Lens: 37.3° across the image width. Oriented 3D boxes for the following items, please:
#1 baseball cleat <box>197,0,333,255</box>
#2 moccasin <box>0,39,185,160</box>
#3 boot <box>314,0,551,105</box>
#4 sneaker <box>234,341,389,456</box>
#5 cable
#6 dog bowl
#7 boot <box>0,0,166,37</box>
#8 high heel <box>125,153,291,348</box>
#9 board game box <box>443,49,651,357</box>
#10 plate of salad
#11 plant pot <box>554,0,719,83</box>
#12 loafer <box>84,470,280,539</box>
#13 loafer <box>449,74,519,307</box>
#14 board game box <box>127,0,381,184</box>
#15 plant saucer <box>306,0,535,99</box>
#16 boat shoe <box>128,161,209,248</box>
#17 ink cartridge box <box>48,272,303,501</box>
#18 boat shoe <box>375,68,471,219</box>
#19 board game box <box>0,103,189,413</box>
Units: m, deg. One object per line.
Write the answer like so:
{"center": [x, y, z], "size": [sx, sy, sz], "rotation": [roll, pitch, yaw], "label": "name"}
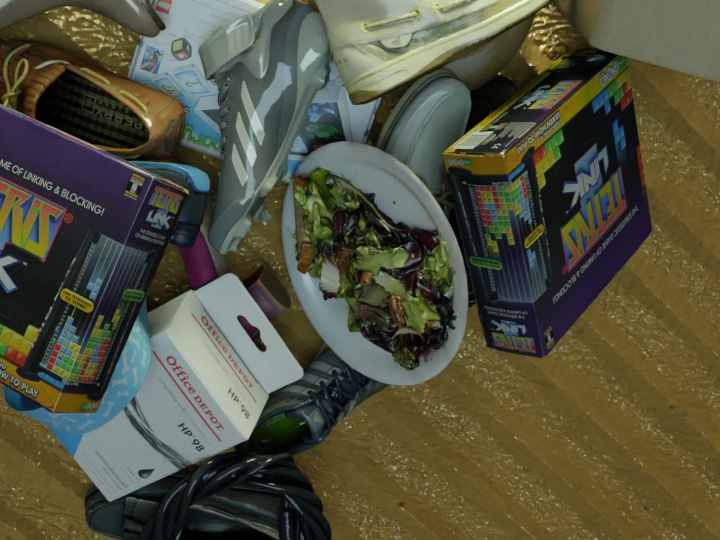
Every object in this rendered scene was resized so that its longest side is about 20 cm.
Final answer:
{"center": [-0.091, -0.118, 0.831], "size": [0.105, 0.070, 0.202], "rotation": [28, 96, -1], "label": "baseball cleat"}
{"center": [-0.235, -0.127, 0.816], "size": [0.199, 0.078, 0.075], "rotation": [24, 106, 11], "label": "moccasin"}
{"center": [0.048, -0.232, 0.782], "size": [0.198, 0.072, 0.156], "rotation": [-29, 98, -8], "label": "boot"}
{"center": [-0.028, 0.111, 0.927], "size": [0.199, 0.081, 0.074], "rotation": [-37, 108, 5], "label": "sneaker"}
{"center": [-0.104, 0.237, 0.904], "size": [0.162, 0.051, 0.201], "rotation": [28, 110, -15], "label": "cable"}
{"center": [-0.216, 0.048, 0.833], "size": [0.111, 0.201, 0.050], "rotation": [-32, 125, 7], "label": "dog bowl"}
{"center": [-0.263, -0.210, 0.796], "size": [0.146, 0.070, 0.200], "rotation": [-43, 86, -9], "label": "boot"}
{"center": [-0.152, -0.017, 0.893], "size": [0.095, 0.068, 0.200], "rotation": [-34, 109, 21], "label": "high heel"}
{"center": [0.154, -0.058, 0.831], "size": [0.200, 0.056, 0.167], "rotation": [-41, 124, -40], "label": "board game box"}
{"center": [0.000, 0.000, 0.836], "size": [0.048, 0.198, 0.203], "rotation": [-25, 114, -42], "label": "plate of salad"}
{"center": [0.248, -0.251, 0.799], "size": [0.197, 0.201, 0.179], "rotation": [12, 115, -10], "label": "plant pot"}
{"center": [-0.148, 0.223, 0.951], "size": [0.197, 0.063, 0.073], "rotation": [3, 125, -8], "label": "loafer"}
{"center": [0.095, -0.061, 0.894], "size": [0.072, 0.071, 0.203], "rotation": [5, 106, -8], "label": "loafer"}
{"center": [-0.085, -0.149, 0.867], "size": [0.197, 0.035, 0.128], "rotation": [19, 104, -11], "label": "board game box"}
{"center": [0.054, -0.236, 0.836], "size": [0.197, 0.035, 0.204], "rotation": [-1, 97, -11], "label": "plant saucer"}
{"center": [-0.210, -0.050, 0.819], "size": [0.198, 0.084, 0.070], "rotation": [4, 91, 32], "label": "boat shoe"}
{"center": [-0.160, 0.098, 0.882], "size": [0.198, 0.067, 0.116], "rotation": [-27, 108, 25], "label": "ink cartridge box"}
{"center": [0.045, -0.061, 0.864], "size": [0.074, 0.069, 0.202], "rotation": [-2, 128, -36], "label": "boat shoe"}
{"center": [-0.238, -0.019, 0.736], "size": [0.198, 0.057, 0.167], "rotation": [24, 92, 21], "label": "board game box"}
